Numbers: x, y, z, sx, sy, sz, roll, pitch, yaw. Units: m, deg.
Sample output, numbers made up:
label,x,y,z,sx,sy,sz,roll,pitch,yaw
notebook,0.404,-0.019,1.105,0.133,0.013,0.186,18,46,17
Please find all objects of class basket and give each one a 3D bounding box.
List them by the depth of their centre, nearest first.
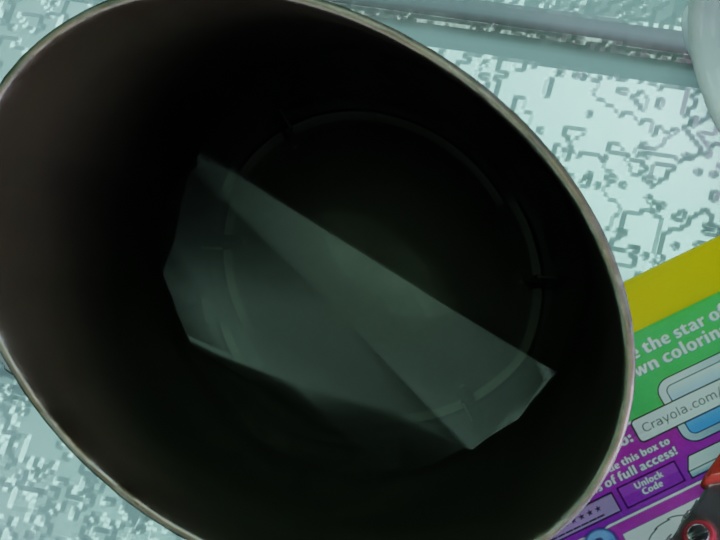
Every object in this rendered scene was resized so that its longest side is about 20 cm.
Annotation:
label,x,y,z,sx,sy,sz,roll,pitch,yaw
basket,0.000,0.000,0.727,0.180,0.200,0.136,32,97,7

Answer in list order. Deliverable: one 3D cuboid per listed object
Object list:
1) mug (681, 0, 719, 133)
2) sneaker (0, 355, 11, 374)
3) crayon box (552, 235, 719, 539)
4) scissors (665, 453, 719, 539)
label,x,y,z,sx,sy,sz,roll,pitch,yaw
mug,0.189,-0.093,0.849,0.175,0.148,0.200,-24,13,-23
sneaker,-0.049,-0.001,0.884,0.199,0.087,0.075,-1,62,12
crayon box,0.101,0.092,0.820,0.199,0.058,0.173,-25,58,-4
scissors,0.108,0.071,0.790,0.200,0.014,0.073,-36,63,-10
